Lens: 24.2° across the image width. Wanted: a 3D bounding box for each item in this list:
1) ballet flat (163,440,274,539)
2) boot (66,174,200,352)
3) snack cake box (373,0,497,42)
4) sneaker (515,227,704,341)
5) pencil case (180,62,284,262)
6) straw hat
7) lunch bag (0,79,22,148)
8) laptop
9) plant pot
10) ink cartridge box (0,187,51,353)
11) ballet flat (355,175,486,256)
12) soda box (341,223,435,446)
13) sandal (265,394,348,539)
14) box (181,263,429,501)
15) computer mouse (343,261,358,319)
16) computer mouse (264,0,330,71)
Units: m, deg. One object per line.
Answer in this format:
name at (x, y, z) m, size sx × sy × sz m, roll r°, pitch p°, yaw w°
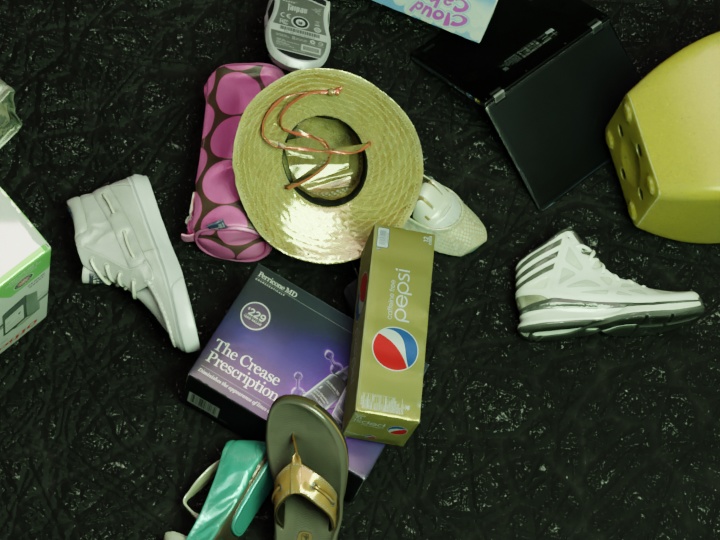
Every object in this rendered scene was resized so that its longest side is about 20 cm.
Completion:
ballet flat at (-0.145, 0.248, 1.598) m, size 0.070 × 0.068 × 0.201 m, roll 17°, pitch 65°, yaw 24°
boot at (-0.229, 0.004, 1.675) m, size 0.095 × 0.074 × 0.201 m, roll -18°, pitch 65°, yaw -9°
snack cake box at (0.060, -0.341, 1.833) m, size 0.198 × 0.067 × 0.115 m, roll 21°, pitch 44°, yaw -2°
sneaker at (0.256, 0.006, 1.745) m, size 0.198 × 0.076 × 0.116 m, roll -3°, pitch 71°, yaw -8°
pencil case at (-0.128, -0.114, 1.725) m, size 0.093 × 0.091 × 0.202 m, roll 3°, pitch 66°, yaw 5°
straw hat at (-0.037, -0.115, 1.688) m, size 0.199 × 0.085 × 0.203 m, roll -3°, pitch 108°, yaw -8°
lunch bag at (-0.465, -0.144, 1.663) m, size 0.164 × 0.118 × 0.200 m, roll 40°, pitch 74°, yaw 7°
laptop at (0.193, -0.201, 1.852) m, size 0.187 × 0.116 × 0.200 m, roll -35°, pitch 49°, yaw -20°
plant pot at (0.371, -0.136, 1.760) m, size 0.198 × 0.194 × 0.197 m, roll -12°, pitch 75°, yaw -8°
ink cartridge box at (-0.369, 0.026, 1.566) m, size 0.145 × 0.200 × 0.084 m, roll -40°, pitch 82°, yaw -21°
ballet flat at (0.045, -0.080, 1.751) m, size 0.199 × 0.062 × 0.068 m, roll 29°, pitch 67°, yaw 2°
soda box at (0.027, 0.061, 1.609) m, size 0.063 × 0.068 × 0.202 m, roll 11°, pitch 62°, yaw -8°
sandal at (-0.057, 0.217, 1.573) m, size 0.081 × 0.055 × 0.202 m, roll 7°, pitch 102°, yaw 10°
box at (-0.054, 0.109, 1.651) m, size 0.199 × 0.079 × 0.142 m, roll 30°, pitch 62°, yaw 3°
computer mouse at (0.000, 0.000, 1.728) m, size 0.058 × 0.034 × 0.201 m, roll -19°, pitch 73°, yaw -15°
computer mouse at (-0.070, -0.270, 1.795) m, size 0.109 × 0.044 × 0.201 m, roll 14°, pitch 45°, yaw -10°
